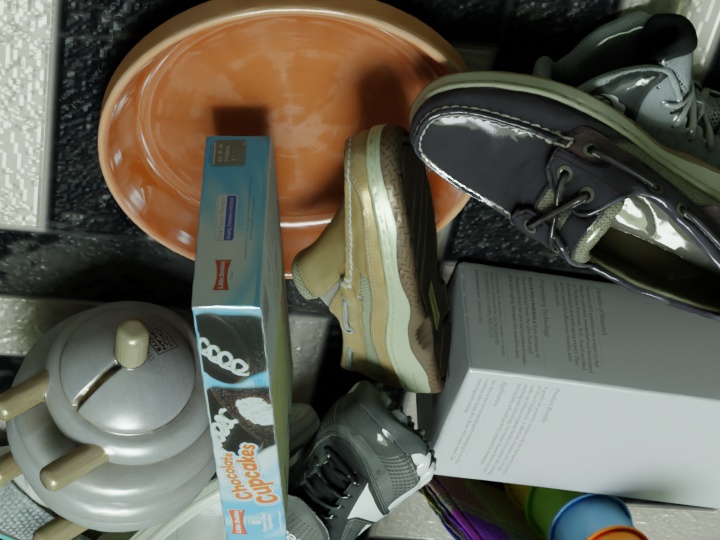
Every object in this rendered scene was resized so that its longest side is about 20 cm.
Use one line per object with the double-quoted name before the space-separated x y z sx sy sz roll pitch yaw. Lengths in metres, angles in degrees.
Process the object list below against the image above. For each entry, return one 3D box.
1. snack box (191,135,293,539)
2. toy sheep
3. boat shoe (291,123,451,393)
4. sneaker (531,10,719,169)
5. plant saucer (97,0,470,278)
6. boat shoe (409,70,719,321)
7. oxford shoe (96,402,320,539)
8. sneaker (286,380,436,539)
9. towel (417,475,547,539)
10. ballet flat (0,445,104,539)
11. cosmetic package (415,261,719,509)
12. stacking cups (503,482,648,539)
"snack box" -0.059 0.039 1.116 0.037 0.116 0.200 -1 139 2
"toy sheep" -0.138 0.082 1.197 0.138 0.138 0.200 7 154 -11
"boat shoe" 0.000 0.000 1.116 0.076 0.072 0.200 3 141 11
"sneaker" 0.176 -0.076 1.078 0.200 0.075 0.116 3 136 -5
"plant saucer" -0.035 -0.071 1.103 0.200 0.032 0.200 -1 139 -1
"boat shoe" 0.115 -0.034 1.043 0.200 0.065 0.072 25 132 -7
"oxford shoe" -0.099 0.154 1.271 0.200 0.075 0.058 -41 104 -13
"sneaker" -0.013 0.124 1.208 0.090 0.066 0.200 -40 172 -17
"towel" 0.107 0.178 1.289 0.144 0.200 0.023 28 100 -30
"ballet flat" -0.187 0.146 1.329 0.072 0.072 0.200 -29 133 27
"cosmetic package" 0.141 0.070 1.232 0.200 0.085 0.108 8 138 -13
"stacking cups" 0.144 0.158 1.247 0.060 0.200 0.061 -6 111 -15
